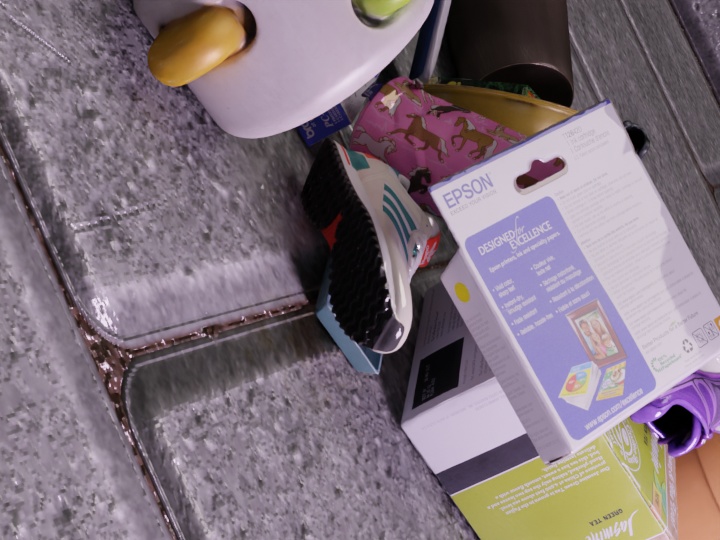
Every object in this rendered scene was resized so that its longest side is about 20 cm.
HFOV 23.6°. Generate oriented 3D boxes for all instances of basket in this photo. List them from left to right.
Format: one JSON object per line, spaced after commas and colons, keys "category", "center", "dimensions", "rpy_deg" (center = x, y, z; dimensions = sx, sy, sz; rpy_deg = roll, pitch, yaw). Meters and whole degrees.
{"category": "basket", "center": [0.153, -0.249, 1.780], "dimensions": [0.180, 0.135, 0.202], "rpy_deg": [33, 40, -41]}

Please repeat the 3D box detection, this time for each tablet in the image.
{"category": "tablet", "center": [0.075, -0.260, 1.543], "dimensions": [0.130, 0.013, 0.203], "rpy_deg": [154, -52, -84]}

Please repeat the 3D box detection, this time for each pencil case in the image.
{"category": "pencil case", "center": [0.089, -0.077, 1.311], "dimensions": [0.198, 0.087, 0.083], "rpy_deg": [25, 30, 14]}

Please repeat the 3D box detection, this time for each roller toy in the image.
{"category": "roller toy", "center": [-0.056, -0.192, 1.153], "dimensions": [0.140, 0.199, 0.183], "rpy_deg": [53, 2, -22]}

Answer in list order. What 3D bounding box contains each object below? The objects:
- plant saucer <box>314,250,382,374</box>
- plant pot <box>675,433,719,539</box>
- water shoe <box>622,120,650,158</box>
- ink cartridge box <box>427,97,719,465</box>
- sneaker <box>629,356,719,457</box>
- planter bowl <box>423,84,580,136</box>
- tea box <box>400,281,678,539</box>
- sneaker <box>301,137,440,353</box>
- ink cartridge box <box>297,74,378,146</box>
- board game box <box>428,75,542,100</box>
{"category": "plant saucer", "center": [0.000, 0.000, 1.285], "dimensions": [0.070, 0.019, 0.201], "rpy_deg": [55, 24, -22]}
{"category": "plant pot", "center": [0.330, 0.211, 1.642], "dimensions": [0.200, 0.139, 0.201], "rpy_deg": [49, 26, -34]}
{"category": "water shoe", "center": [0.196, -0.071, 1.612], "dimensions": [0.071, 0.079, 0.200], "rpy_deg": [42, 62, -1]}
{"category": "ink cartridge box", "center": [0.151, 0.004, 1.200], "dimensions": [0.197, 0.047, 0.201], "rpy_deg": [-26, 84, -37]}
{"category": "sneaker", "center": [0.250, 0.107, 1.327], "dimensions": [0.199, 0.080, 0.084], "rpy_deg": [21, 59, -49]}
{"category": "planter bowl", "center": [0.129, -0.100, 1.544], "dimensions": [0.200, 0.198, 0.085], "rpy_deg": [19, 82, -61]}
{"category": "tea box", "center": [0.143, 0.111, 1.329], "dimensions": [0.198, 0.133, 0.201], "rpy_deg": [55, 23, -21]}
{"category": "sneaker", "center": [0.023, -0.016, 1.214], "dimensions": [0.092, 0.071, 0.201], "rpy_deg": [13, 34, -26]}
{"category": "ink cartridge box", "center": [-0.029, -0.181, 1.390], "dimensions": [0.095, 0.044, 0.200], "rpy_deg": [59, 21, -16]}
{"category": "board game box", "center": [0.140, -0.144, 1.644], "dimensions": [0.200, 0.104, 0.024], "rpy_deg": [28, 70, -65]}
